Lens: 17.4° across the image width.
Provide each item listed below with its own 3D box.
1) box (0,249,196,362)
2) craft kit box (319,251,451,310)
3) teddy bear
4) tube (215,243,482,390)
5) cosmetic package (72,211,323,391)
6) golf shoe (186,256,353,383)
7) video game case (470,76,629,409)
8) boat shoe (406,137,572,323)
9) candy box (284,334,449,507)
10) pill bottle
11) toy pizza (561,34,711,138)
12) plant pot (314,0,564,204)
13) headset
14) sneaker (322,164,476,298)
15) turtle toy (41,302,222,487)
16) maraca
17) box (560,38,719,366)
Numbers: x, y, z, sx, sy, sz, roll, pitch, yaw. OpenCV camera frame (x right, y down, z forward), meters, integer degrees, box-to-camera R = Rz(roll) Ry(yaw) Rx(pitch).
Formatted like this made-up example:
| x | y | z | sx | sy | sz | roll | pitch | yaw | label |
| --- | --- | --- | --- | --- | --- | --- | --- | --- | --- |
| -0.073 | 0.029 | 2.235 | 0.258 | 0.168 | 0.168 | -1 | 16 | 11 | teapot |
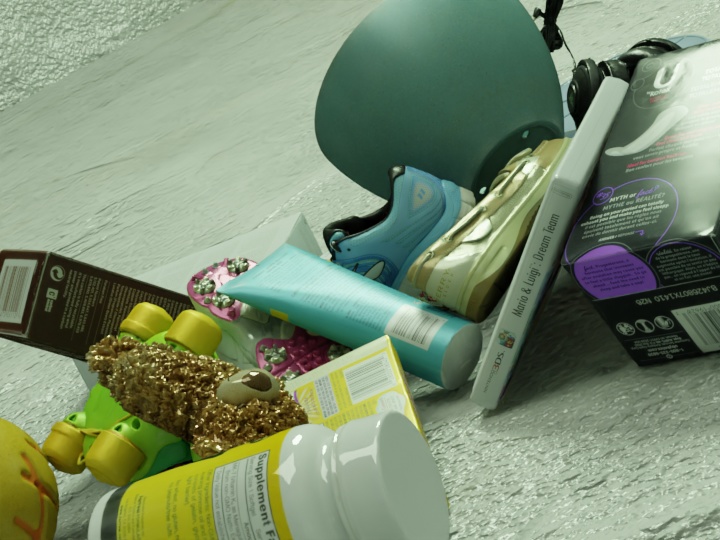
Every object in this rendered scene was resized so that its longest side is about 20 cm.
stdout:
| x | y | z | sx | sy | sz | roll | pitch | yaw | label |
| --- | --- | --- | --- | --- | --- | --- | --- | --- | --- |
| -0.187 | 0.044 | 1.855 | 0.100 | 0.200 | 0.075 | 3 | 78 | 60 | box |
| 0.091 | -0.038 | 1.944 | 0.200 | 0.049 | 0.197 | -34 | 21 | -25 | craft kit box |
| -0.104 | 0.080 | 1.568 | 0.067 | 0.145 | 0.200 | -65 | 18 | 1 | teddy bear |
| -0.006 | 0.029 | 1.713 | 0.200 | 0.050 | 0.077 | 23 | 37 | 32 | tube |
| -0.144 | 0.028 | 2.081 | 0.200 | 0.052 | 0.151 | -21 | 15 | 20 | cosmetic package |
| -0.058 | 0.071 | 1.763 | 0.075 | 0.092 | 0.200 | -22 | 43 | -22 | golf shoe |
| 0.134 | -0.022 | 1.643 | 0.024 | 0.182 | 0.200 | 22 | 28 | 6 | video game case |
| 0.102 | -0.040 | 1.725 | 0.063 | 0.073 | 0.201 | 25 | 48 | 12 | boat shoe |
| -0.007 | 0.119 | 1.572 | 0.102 | 0.026 | 0.200 | -27 | 28 | 5 | candy box |
| -0.055 | 0.160 | 1.430 | 0.200 | 0.114 | 0.114 | -20 | 17 | 20 | pill bottle |
| 0.230 | -0.152 | 2.101 | 0.200 | 0.032 | 0.200 | -25 | 16 | 8 | toy pizza |
| 0.084 | -0.119 | 1.855 | 0.200 | 0.200 | 0.135 | -32 | 55 | -18 | plant pot |
| 0.220 | -0.163 | 1.948 | 0.123 | 0.094 | 0.200 | -20 | 38 | -34 | headset |
| 0.000 | 0.000 | 1.801 | 0.200 | 0.090 | 0.078 | -53 | 13 | 13 | sneaker |
| -0.136 | 0.110 | 1.726 | 0.200 | 0.101 | 0.146 | 7 | 60 | 57 | turtle toy |
| -0.272 | 0.182 | 1.687 | 0.107 | 0.137 | 0.200 | 1 | 24 | -3 | maraca |
| 0.231 | -0.050 | 1.556 | 0.122 | 0.106 | 0.200 | -11 | 41 | 39 | box |
